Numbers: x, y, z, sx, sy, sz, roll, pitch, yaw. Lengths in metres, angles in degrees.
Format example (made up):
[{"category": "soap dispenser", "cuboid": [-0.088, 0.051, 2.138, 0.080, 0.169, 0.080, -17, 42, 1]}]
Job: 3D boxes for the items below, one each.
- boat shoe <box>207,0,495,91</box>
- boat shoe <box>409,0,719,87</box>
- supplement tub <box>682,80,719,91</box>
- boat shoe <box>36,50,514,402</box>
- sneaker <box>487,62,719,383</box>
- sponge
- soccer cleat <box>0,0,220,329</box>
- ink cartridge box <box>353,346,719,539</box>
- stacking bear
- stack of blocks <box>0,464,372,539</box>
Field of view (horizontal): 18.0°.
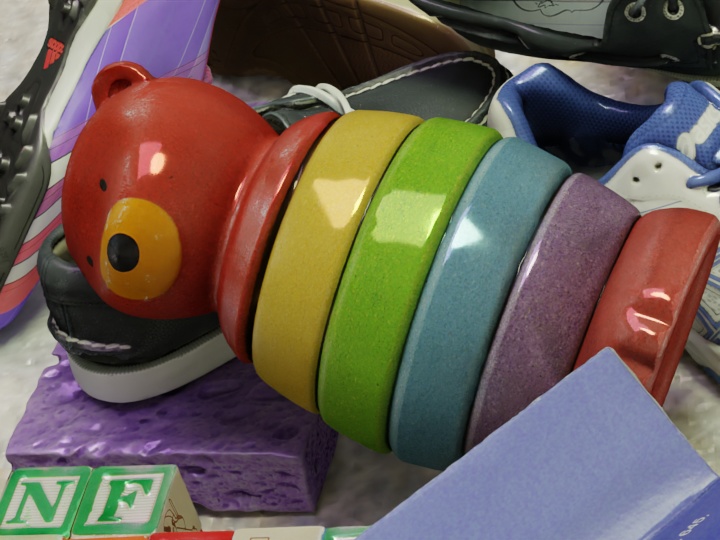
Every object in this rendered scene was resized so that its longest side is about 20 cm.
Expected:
[{"category": "boat shoe", "cuboid": [-0.016, -0.113, 0.937, 0.199, 0.074, 0.063, 19, 54, 40]}, {"category": "boat shoe", "cuboid": [0.091, -0.104, 0.757, 0.066, 0.075, 0.199, 7, 3, -45]}, {"category": "supplement tub", "cuboid": [0.139, -0.142, 0.864, 0.122, 0.123, 0.200, -25, 37, -7]}, {"category": "boat shoe", "cuboid": [-0.022, -0.029, 0.799, 0.200, 0.061, 0.075, -36, 42, -23]}, {"category": "sneaker", "cuboid": [0.121, -0.014, 0.744, 0.199, 0.088, 0.075, 13, 46, 34]}, {"category": "sponge", "cuboid": [-0.047, 0.007, 0.840, 0.111, 0.030, 0.201, -3, 40, 19]}, {"category": "soccer cleat", "cuboid": [-0.099, -0.060, 0.875, 0.068, 0.073, 0.201, 33, 100, 60]}, {"category": "ink cartridge box", "cuboid": [0.064, 0.134, 0.508, 0.197, 0.047, 0.200, -34, 82, -31]}, {"category": "stacking bear", "cuboid": [0.000, 0.000, 0.704, 0.199, 0.122, 0.114, 21, 33, 11]}, {"category": "stack of blocks", "cuboid": [-0.075, 0.120, 0.689, 0.199, 0.059, 0.115, -4, 41, 19]}]
